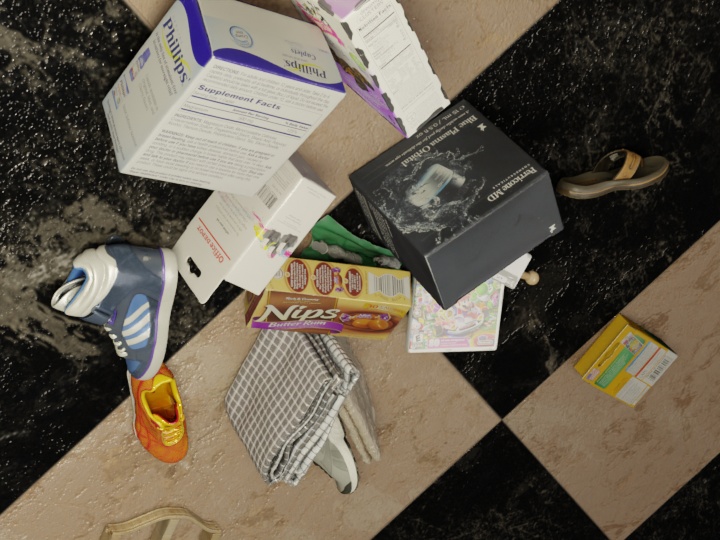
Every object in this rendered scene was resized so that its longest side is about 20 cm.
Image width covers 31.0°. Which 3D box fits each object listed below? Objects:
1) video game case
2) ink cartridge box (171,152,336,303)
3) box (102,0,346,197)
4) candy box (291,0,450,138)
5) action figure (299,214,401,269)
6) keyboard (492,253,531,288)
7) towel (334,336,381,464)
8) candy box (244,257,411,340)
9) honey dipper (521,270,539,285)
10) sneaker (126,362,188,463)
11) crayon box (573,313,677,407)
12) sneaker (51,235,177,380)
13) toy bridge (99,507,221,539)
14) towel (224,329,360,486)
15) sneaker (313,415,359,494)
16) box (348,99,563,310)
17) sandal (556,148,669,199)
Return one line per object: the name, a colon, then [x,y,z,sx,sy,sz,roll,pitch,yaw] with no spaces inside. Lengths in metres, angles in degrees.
video game case: [0.141,0.020,1.870,0.142,0.018,0.202,0,107,-19]
ink cartridge box: [-0.136,-0.055,1.591,0.200,0.115,0.068,-51,137,11]
box: [-0.152,-0.190,1.428,0.183,0.106,0.200,9,141,-41]
candy box: [-0.001,-0.271,1.470,0.071,0.168,0.200,-40,138,-4]
action figure: [0.000,0.000,1.791,0.199,0.055,0.119,14,116,-46]
keyboard: [0.155,-0.036,1.843,0.199,0.011,0.057,25,92,-25]
towel: [-0.012,0.178,1.872,0.034,0.133,0.201,-16,139,7]
candy box: [-0.044,0.037,1.705,0.198,0.057,0.117,6,152,-17]
honey dipper: [0.206,-0.005,1.950,0.199,0.038,0.038,17,113,-43]
sneaker: [-0.268,0.201,1.739,0.073,0.077,0.201,-28,139,-17]
crayon box: [0.459,0.155,2.270,0.126,0.052,0.199,-51,139,10]
sneaker: [-0.311,0.052,1.587,0.145,0.081,0.201,-1,129,-26]
toy bridge: [-0.289,0.381,1.911,0.199,0.027,0.068,9,116,-42]
towel: [-0.100,0.168,1.773,0.085,0.166,0.201,14,115,-37]
sneaker: [-0.054,0.270,1.972,0.079,0.074,0.201,-24,130,-6]
box: [0.124,-0.090,1.696,0.196,0.200,0.118,-34,138,-9]
sandal: [0.381,-0.153,1.948,0.198,0.082,0.055,-12,109,-21]
